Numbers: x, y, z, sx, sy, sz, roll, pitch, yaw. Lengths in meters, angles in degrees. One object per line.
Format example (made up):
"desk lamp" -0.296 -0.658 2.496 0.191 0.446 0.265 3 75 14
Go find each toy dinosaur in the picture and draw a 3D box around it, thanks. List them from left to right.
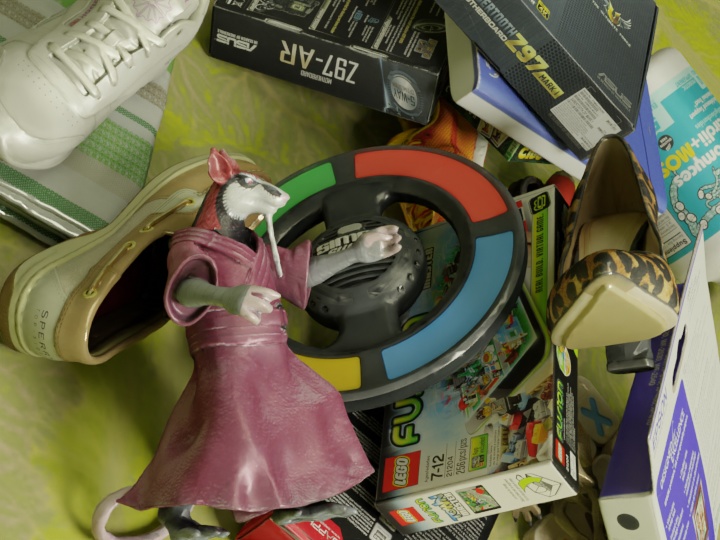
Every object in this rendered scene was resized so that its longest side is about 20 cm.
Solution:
"toy dinosaur" 0.125 0.109 0.949 0.101 0.058 0.201 -70 143 -54

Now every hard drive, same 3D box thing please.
"hard drive" 0.135 -0.129 1.046 0.199 0.025 0.133 27 48 -37

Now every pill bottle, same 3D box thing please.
"pill bottle" 0.262 -0.068 1.198 0.201 0.111 0.111 53 42 3

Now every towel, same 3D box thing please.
"towel" -0.189 -0.107 0.905 0.149 0.031 0.201 32 43 -23

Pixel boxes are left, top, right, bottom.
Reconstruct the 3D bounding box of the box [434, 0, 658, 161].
"box" 0.113 -0.193 0.998 0.200 0.051 0.158 45 37 -20

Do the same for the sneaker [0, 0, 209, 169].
"sneaker" -0.150 -0.131 0.859 0.075 0.099 0.200 46 41 -8

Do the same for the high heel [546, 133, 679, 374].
"high heel" 0.133 -0.029 0.829 0.200 0.071 0.144 45 40 -71

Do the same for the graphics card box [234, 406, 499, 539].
"graphics card box" 0.022 0.124 0.900 0.125 0.051 0.200 42 43 -9

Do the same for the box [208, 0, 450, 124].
"box" 0.002 -0.199 1.066 0.159 0.044 0.201 17 45 6

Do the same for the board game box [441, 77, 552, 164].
"board game box" 0.080 -0.144 1.103 0.104 0.024 0.200 2 39 -50

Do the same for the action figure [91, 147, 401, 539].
"action figure" -0.063 0.036 0.795 0.133 0.148 0.202 2 74 -52

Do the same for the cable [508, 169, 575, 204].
"cable" 0.138 -0.006 1.091 0.097 0.050 0.201 39 42 -11

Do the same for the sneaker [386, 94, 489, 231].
"sneaker" 0.047 -0.050 1.039 0.077 0.073 0.201 23 38 -22

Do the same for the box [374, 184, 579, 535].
"box" 0.070 0.048 0.875 0.035 0.109 0.201 49 33 -38

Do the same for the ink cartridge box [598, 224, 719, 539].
"ink cartridge box" 0.197 0.108 0.967 0.199 0.043 0.201 -63 146 -46

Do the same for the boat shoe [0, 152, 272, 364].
"boat shoe" -0.108 -0.003 0.848 0.066 0.075 0.200 21 41 31

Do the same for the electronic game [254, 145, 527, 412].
"electronic game" 0.000 0.000 0.887 0.042 0.198 0.201 67 25 -44

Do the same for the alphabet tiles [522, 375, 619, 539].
"alphabet tiles" 0.186 0.171 1.035 0.196 0.015 0.200 53 41 2
